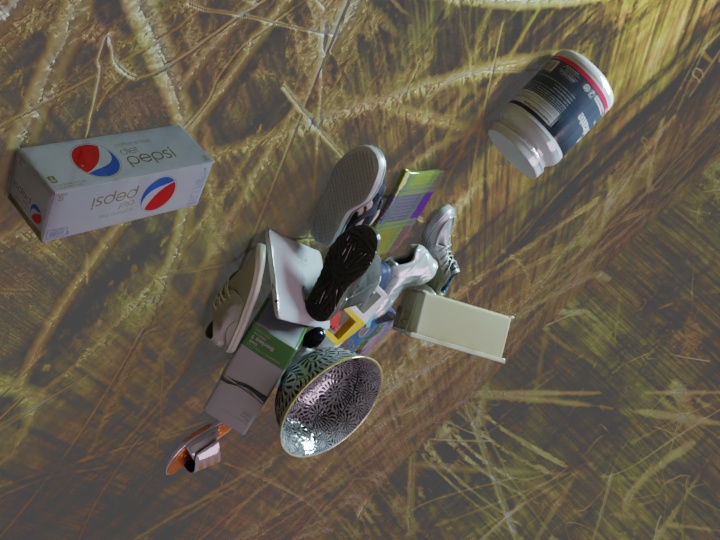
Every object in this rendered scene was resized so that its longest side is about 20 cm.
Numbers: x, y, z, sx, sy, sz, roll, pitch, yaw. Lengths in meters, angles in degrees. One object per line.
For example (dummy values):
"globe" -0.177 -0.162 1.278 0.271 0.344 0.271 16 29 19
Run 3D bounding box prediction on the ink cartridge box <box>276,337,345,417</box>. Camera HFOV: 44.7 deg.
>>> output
"ink cartridge box" -0.081 0.211 1.567 0.085 0.148 0.200 -41 -175 -4

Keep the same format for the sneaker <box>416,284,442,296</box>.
"sneaker" 0.154 0.063 1.921 0.070 0.080 0.202 -24 149 -39

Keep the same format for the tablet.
"tablet" -0.092 0.018 1.339 0.013 0.133 0.200 -12 168 19

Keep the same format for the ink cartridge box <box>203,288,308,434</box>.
"ink cartridge box" -0.159 0.138 1.397 0.201 0.084 0.147 -57 -175 28

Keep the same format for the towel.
"towel" 0.065 -0.100 1.547 0.143 0.023 0.201 -14 142 -54

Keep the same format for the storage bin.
"storage bin" 0.182 0.107 1.775 0.198 0.197 0.095 -178 -76 -81

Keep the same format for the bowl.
"bowl" -0.069 0.192 1.402 0.199 0.094 0.203 -27 138 -26

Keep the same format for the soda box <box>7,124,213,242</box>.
"soda box" -0.249 -0.093 0.890 0.199 0.068 0.064 -21 149 -49

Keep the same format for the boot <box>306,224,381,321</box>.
"boot" -0.001 -0.002 1.389 0.183 0.073 0.199 -52 165 20

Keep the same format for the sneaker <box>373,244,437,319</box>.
"sneaker" 0.053 0.019 1.702 0.199 0.071 0.081 -38 132 -1

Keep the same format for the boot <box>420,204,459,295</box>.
"boot" 0.170 -0.036 1.760 0.073 0.096 0.201 -31 155 -32

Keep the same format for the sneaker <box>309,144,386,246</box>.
"sneaker" -0.005 -0.117 1.304 0.079 0.079 0.200 -19 158 -40

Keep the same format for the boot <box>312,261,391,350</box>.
"boot" -0.012 0.071 1.639 0.090 0.073 0.201 -5 135 -51

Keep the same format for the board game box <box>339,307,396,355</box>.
"board game box" 0.002 0.149 1.829 0.152 0.037 0.200 -50 169 12

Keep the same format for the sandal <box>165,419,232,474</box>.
"sandal" -0.270 0.321 1.631 0.205 0.059 0.080 -35 157 -27

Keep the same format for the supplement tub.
"supplement tub" 0.341 -0.280 1.572 0.200 0.140 0.140 -45 159 0

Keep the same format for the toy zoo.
"toy zoo" -0.033 0.052 1.534 0.131 0.020 0.200 -44 136 -1

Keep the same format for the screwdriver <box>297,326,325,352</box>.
"screwdriver" -0.096 0.127 1.431 0.029 0.028 0.200 -50 -177 -29

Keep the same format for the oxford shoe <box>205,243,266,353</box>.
"oxford shoe" -0.183 0.041 1.282 0.076 0.057 0.202 -84 -163 -52
